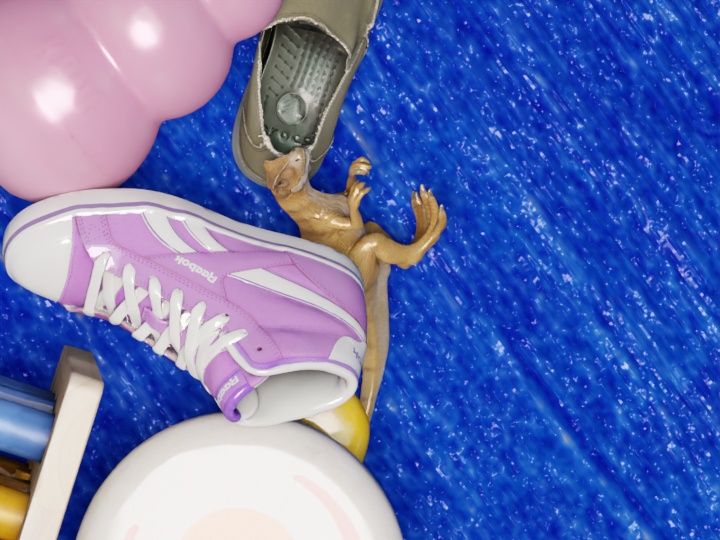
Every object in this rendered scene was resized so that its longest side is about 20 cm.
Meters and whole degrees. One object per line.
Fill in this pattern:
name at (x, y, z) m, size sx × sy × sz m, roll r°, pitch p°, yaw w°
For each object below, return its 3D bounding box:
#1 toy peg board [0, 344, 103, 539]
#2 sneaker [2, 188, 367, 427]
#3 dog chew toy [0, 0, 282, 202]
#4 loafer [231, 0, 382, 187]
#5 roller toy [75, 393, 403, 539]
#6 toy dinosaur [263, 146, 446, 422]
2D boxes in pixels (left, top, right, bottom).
toy peg board at (-0.212, 0.132, 1.207) m, size 0.097 × 0.200 × 0.200 m, roll 17°, pitch 90°, yaw -9°
sneaker at (-0.092, 0.023, 1.208) m, size 0.199 × 0.115 × 0.073 m, roll 9°, pitch 130°, yaw -8°
dog chew toy at (-0.126, -0.125, 1.242) m, size 0.200 × 0.125 × 0.125 m, roll -35°, pitch 97°, yaw 3°
loafer at (-0.020, -0.143, 1.294) m, size 0.075 × 0.070 × 0.201 m, roll 11°, pitch 91°, yaw -10°
roller toy at (-0.066, 0.166, 1.264) m, size 0.181 × 0.140 × 0.201 m, roll -16°, pitch 87°, yaw -1°
toy dinosaur at (0.000, 0.000, 1.313) m, size 0.106 × 0.060 × 0.201 m, roll -28°, pitch 120°, yaw -9°
